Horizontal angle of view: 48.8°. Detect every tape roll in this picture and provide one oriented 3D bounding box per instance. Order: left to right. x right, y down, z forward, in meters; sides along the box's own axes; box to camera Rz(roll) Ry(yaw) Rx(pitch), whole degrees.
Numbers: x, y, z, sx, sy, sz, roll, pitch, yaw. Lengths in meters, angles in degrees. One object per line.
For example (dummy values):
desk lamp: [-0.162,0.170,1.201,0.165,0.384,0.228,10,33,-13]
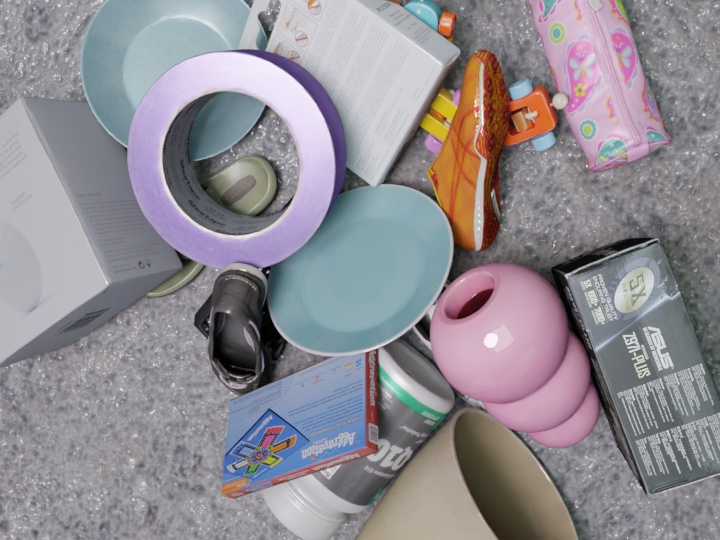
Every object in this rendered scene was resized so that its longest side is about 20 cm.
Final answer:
tape roll: [-0.115,-0.108,0.763,0.197,0.085,0.203,2,106,6]

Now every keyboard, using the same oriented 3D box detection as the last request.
keyboard: [-0.091,0.015,0.852,0.104,0.040,0.201,41,99,7]

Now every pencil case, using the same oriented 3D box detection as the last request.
pencil case: [0.229,-0.200,0.767,0.086,0.087,0.203,-18,90,10]

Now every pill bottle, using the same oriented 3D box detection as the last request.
pill bottle: [-0.006,0.169,0.803,0.113,0.113,0.201,40,102,6]

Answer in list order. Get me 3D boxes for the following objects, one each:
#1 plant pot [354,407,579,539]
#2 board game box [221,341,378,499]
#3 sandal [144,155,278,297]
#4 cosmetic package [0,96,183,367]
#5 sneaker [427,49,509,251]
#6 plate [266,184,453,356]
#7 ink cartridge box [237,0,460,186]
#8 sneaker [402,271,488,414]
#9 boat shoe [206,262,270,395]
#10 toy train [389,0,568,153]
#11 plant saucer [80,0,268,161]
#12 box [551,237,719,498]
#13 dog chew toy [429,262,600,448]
plant pot: [0.081,0.270,0.774,0.200,0.187,0.188,-42,85,22]
board game box: [-0.062,0.149,0.770,0.199,0.019,0.104,-26,48,35]
sandal: [-0.177,-0.053,0.855,0.201,0.057,0.080,-42,85,9]
cosmetic package: [-0.326,-0.038,0.825,0.198,0.123,0.202,-30,86,25]
sneaker: [0.098,-0.110,0.764,0.076,0.073,0.203,17,122,24]
plate: [0.000,0.000,0.782,0.198,0.026,0.202,-14,52,18]
ink cartridge box: [-0.021,-0.203,0.783,0.199,0.047,0.161,39,134,6]
sneaker: [0.101,0.079,0.797,0.076,0.088,0.200,-44,86,7]
boat shoe: [-0.127,0.077,0.793,0.066,0.057,0.201,14,138,5]
toy train: [0.109,-0.199,0.783,0.149,0.056,0.201,-23,108,31]
plant saucer: [-0.193,-0.212,0.846,0.198,0.039,0.204,0,86,-7]
box: [0.255,0.078,0.732,0.085,0.164,0.202,-21,88,10]
dog chew toy: [0.151,0.087,0.721,0.124,0.125,0.200,-38,117,9]
